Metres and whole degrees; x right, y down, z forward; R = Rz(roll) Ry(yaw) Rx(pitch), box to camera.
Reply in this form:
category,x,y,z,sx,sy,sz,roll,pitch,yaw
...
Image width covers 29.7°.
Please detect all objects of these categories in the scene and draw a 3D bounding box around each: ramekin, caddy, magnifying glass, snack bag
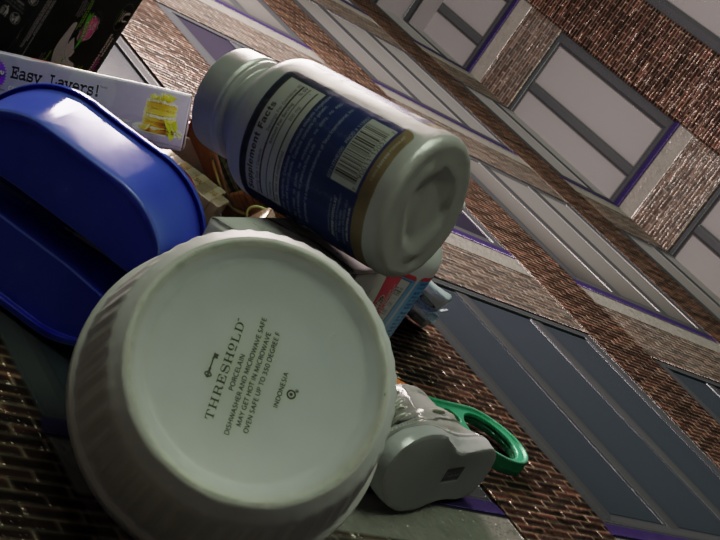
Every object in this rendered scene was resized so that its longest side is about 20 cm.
category,x,y,z,sx,sy,sz,roll,pitch,yaw
ramekin,-0.069,0.070,0.800,0.201,0.203,0.094,34,-26,-5
caddy,-0.204,-0.041,0.958,0.199,0.142,0.105,37,19,1
magnifying glass,0.077,0.135,1.265,0.199,0.022,0.080,28,18,-24
snack bag,0.009,-0.008,1.399,0.188,0.021,0.200,37,-9,-1

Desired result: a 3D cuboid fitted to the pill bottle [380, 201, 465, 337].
category,x,y,z,sx,sy,sz,roll,pitch,yaw
pill bottle,0.000,0.000,1.158,0.108,0.201,0.109,33,15,-10

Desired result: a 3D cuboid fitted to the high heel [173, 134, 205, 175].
category,x,y,z,sx,sy,sz,roll,pitch,yaw
high heel,-0.178,-0.138,1.388,0.199,0.067,0.097,16,37,-42

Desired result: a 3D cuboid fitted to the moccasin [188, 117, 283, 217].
category,x,y,z,sx,sy,sz,roll,pitch,yaw
moccasin,-0.097,-0.074,1.302,0.203,0.073,0.078,68,-21,4

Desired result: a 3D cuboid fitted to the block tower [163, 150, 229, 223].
category,x,y,z,sx,sy,sz,roll,pitch,yaw
block tower,-0.218,-0.102,1.267,0.199,0.058,0.054,39,16,2

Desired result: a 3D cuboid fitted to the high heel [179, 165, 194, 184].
category,x,y,z,sx,sy,sz,roll,pitch,yaw
high heel,-0.209,-0.050,1.127,0.199,0.067,0.097,11,65,-48

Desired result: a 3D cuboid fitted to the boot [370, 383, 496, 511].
category,x,y,z,sx,sy,sz,roll,pitch,yaw
boot,0.033,0.137,1.100,0.095,0.074,0.200,37,6,26

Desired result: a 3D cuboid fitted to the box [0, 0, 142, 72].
category,x,y,z,sx,sy,sz,roll,pitch,yaw
box,-0.341,-0.271,1.361,0.148,0.125,0.200,39,15,8

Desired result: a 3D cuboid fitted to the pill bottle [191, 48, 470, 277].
category,x,y,z,sx,sy,sz,roll,pitch,yaw
pill bottle,-0.027,-0.086,0.993,0.199,0.112,0.111,31,12,29

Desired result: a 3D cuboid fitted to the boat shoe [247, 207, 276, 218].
category,x,y,z,sx,sy,sz,roll,pitch,yaw
boat shoe,-0.093,-0.002,1.116,0.065,0.072,0.200,59,-14,-1

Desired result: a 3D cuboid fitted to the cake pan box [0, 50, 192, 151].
category,x,y,z,sx,sy,sz,roll,pitch,yaw
cake pan box,-0.254,-0.139,1.114,0.183,0.053,0.200,12,1,-25

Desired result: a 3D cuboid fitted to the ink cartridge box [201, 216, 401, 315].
category,x,y,z,sx,sy,sz,roll,pitch,yaw
ink cartridge box,-0.066,0.041,0.999,0.084,0.146,0.200,34,14,17
